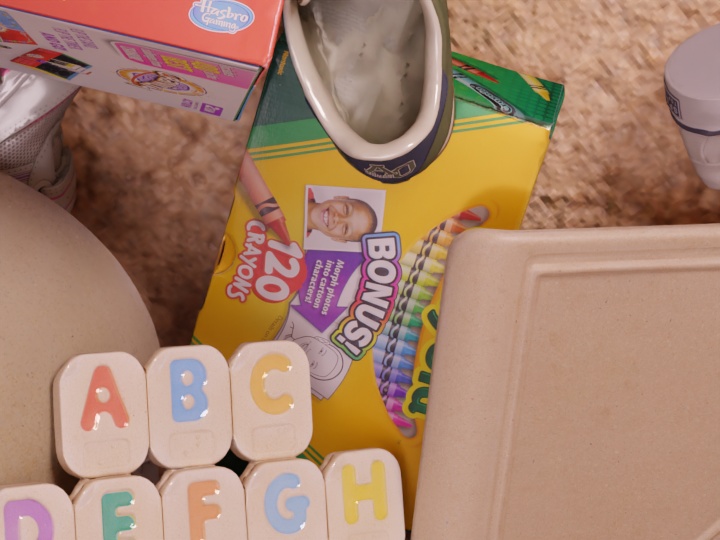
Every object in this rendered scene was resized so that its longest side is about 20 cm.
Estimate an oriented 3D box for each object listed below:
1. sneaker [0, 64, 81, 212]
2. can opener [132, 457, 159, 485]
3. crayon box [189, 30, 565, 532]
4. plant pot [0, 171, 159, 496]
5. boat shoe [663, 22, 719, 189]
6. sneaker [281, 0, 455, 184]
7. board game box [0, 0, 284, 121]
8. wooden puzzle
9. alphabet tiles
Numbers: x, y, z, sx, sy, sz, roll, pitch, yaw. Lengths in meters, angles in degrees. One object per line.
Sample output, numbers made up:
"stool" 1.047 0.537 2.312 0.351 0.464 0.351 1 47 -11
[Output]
"sneaker" -0.150 -0.022 1.164 0.088 0.081 0.200 30 122 -5
"can opener" -0.116 0.133 1.242 0.066 0.053 0.200 16 118 41
"crayon box" 0.000 0.000 1.153 0.119 0.058 0.200 18 114 2
"plant pot" -0.193 0.070 1.102 0.200 0.135 0.200 7 129 9
"boat shoe" 0.223 -0.076 1.079 0.200 0.072 0.066 -16 127 8
"sneaker" -0.001 -0.129 1.033 0.067 0.090 0.200 -10 99 7
"board game box" -0.133 -0.106 1.020 0.200 0.153 0.040 13 84 -6
"wooden puzzle" 0.123 0.063 1.147 0.200 0.037 0.185 0 114 -15
"alphabet tiles" -0.063 0.128 1.090 0.015 0.200 0.196 -4 89 54
